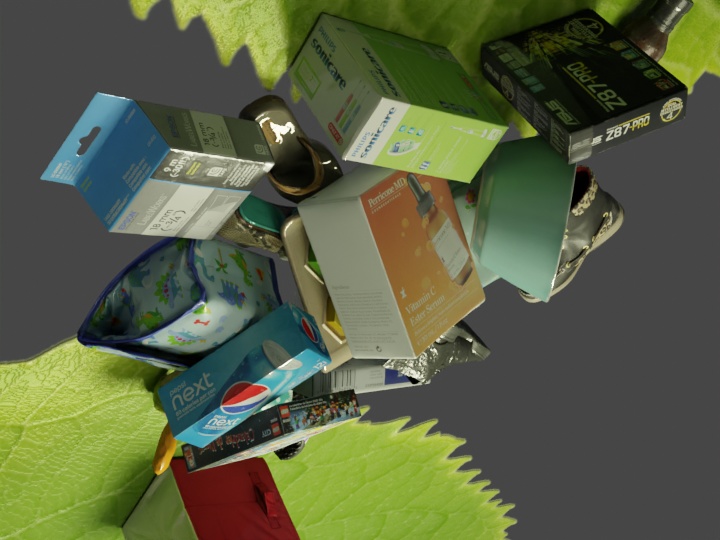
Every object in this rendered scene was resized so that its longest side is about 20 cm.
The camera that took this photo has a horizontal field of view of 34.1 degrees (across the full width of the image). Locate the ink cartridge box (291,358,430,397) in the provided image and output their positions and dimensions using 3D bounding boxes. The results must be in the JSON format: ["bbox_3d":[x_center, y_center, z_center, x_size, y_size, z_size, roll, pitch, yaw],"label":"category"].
[{"bbox_3d":[-0.037,0.125,1.596,0.194,0.199,0.044,-4,102,-36],"label":"ink cartridge box"}]

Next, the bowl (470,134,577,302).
[{"bbox_3d":[0.189,-0.073,1.381,0.103,0.203,0.203,11,141,7],"label":"bowl"}]

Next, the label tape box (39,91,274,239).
[{"bbox_3d":[-0.211,-0.102,1.225,0.198,0.064,0.144,4,143,-42],"label":"label tape box"}]

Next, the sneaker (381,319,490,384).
[{"bbox_3d":[0.094,0.105,1.533,0.104,0.060,0.199,-46,149,6],"label":"sneaker"}]

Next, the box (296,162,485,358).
[{"bbox_3d":[0.039,-0.021,1.370,0.152,0.105,0.203,-36,113,-40],"label":"box"}]

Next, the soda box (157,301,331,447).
[{"bbox_3d":[-0.136,0.123,1.367,0.199,0.069,0.064,-34,150,15],"label":"soda box"}]

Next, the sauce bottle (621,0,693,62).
[{"bbox_3d":[0.344,-0.268,1.487,0.064,0.065,0.201,8,130,-44],"label":"sauce bottle"}]

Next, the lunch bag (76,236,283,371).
[{"bbox_3d":[-0.213,0.056,1.400,0.198,0.129,0.169,-28,152,25],"label":"lunch bag"}]

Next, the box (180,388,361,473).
[{"bbox_3d":[-0.113,0.201,1.467,0.135,0.038,0.199,-5,164,-47],"label":"box"}]

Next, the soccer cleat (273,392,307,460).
[{"bbox_3d":[-0.079,0.209,1.739,0.073,0.068,0.201,-25,152,-44],"label":"soccer cleat"}]

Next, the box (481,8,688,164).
[{"bbox_3d":[0.255,-0.218,1.356,0.159,0.201,0.050,-22,136,-13],"label":"box"}]

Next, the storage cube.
[{"bbox_3d":[-0.225,0.399,1.757,0.178,0.172,0.201,6,131,-40],"label":"storage cube"}]

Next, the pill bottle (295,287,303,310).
[{"bbox_3d":[0.019,0.040,1.559,0.197,0.116,0.117,-17,143,-22],"label":"pill bottle"}]

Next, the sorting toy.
[{"bbox_3d":[0.000,0.000,1.433,0.184,0.036,0.203,-28,112,-36],"label":"sorting toy"}]

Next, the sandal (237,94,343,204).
[{"bbox_3d":[-0.073,-0.125,1.337,0.081,0.055,0.200,-33,146,1],"label":"sandal"}]

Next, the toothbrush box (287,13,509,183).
[{"bbox_3d":[0.042,-0.185,1.277,0.198,0.147,0.087,6,131,-43],"label":"toothbrush box"}]

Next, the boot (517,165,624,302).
[{"bbox_3d":[0.287,-0.054,1.695,0.199,0.073,0.150,-41,146,5],"label":"boot"}]

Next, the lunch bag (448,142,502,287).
[{"bbox_3d":[0.151,-0.072,1.501,0.199,0.076,0.163,-30,117,-33],"label":"lunch bag"}]

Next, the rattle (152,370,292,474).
[{"bbox_3d":[-0.177,0.210,1.563,0.198,0.144,0.131,27,114,-34],"label":"rattle"}]

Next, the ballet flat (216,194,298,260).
[{"bbox_3d":[-0.099,-0.045,1.421,0.198,0.069,0.075,16,145,-41],"label":"ballet flat"}]
